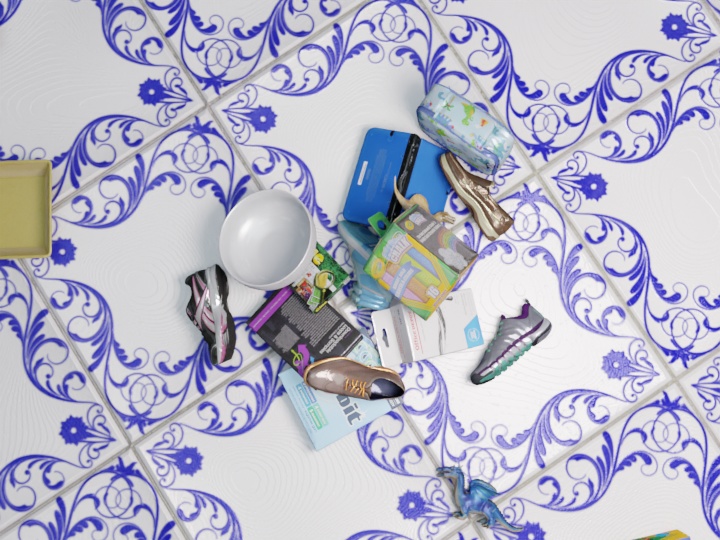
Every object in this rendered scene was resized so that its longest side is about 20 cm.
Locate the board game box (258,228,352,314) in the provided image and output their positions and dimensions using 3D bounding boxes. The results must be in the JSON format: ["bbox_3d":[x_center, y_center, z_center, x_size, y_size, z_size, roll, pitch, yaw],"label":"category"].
[{"bbox_3d":[-0.118,-0.017,1.702,0.105,0.023,0.200,-43,66,-5],"label":"board game box"}]

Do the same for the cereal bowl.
[{"bbox_3d":[-0.175,-0.052,1.673,0.198,0.083,0.203,-5,69,14],"label":"cereal bowl"}]

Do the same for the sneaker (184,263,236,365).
[{"bbox_3d":[-0.306,0.093,1.710,0.085,0.080,0.203,-11,76,12],"label":"sneaker"}]

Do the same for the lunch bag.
[{"bbox_3d":[0.207,-0.274,1.685,0.199,0.161,0.083,36,89,6],"label":"lunch bag"}]

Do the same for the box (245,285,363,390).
[{"bbox_3d":[-0.111,0.118,1.686,0.200,0.036,0.143,41,82,21],"label":"box"}]

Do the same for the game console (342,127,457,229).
[{"bbox_3d":[0.081,-0.170,1.738,0.169,0.118,0.202,14,83,28],"label":"game console"}]

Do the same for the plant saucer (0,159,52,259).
[{"bbox_3d":[-0.722,-0.121,1.743,0.197,0.048,0.203,-2,85,1],"label":"plant saucer"}]

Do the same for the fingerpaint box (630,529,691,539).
[{"bbox_3d":[0.568,0.621,1.632,0.165,0.073,0.203,-12,84,0],"label":"fingerpaint box"}]

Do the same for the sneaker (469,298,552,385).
[{"bbox_3d":[0.283,0.144,1.696,0.199,0.075,0.088,-36,68,-10],"label":"sneaker"}]

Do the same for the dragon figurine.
[{"bbox_3d":[0.238,0.444,1.663,0.198,0.059,0.101,17,85,4],"label":"dragon figurine"}]

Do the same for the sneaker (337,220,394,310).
[{"bbox_3d":[0.000,0.000,1.704,0.200,0.079,0.131,47,122,32],"label":"sneaker"}]

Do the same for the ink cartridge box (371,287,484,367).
[{"bbox_3d":[0.131,0.113,1.662,0.198,0.067,0.117,-11,85,-21],"label":"ink cartridge box"}]

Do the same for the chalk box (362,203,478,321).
[{"bbox_3d":[0.094,-0.030,1.578,0.199,0.124,0.124,39,122,9],"label":"chalk box"}]

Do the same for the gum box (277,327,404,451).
[{"bbox_3d":[-0.038,0.235,1.696,0.199,0.045,0.171,-29,84,-1],"label":"gum box"}]

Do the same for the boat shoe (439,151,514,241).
[{"bbox_3d":[0.238,-0.161,1.708,0.074,0.075,0.203,-33,99,17],"label":"boat shoe"}]

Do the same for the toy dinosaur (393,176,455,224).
[{"bbox_3d":[0.107,-0.107,1.675,0.058,0.199,0.102,-8,67,42],"label":"toy dinosaur"}]

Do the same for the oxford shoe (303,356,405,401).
[{"bbox_3d":[-0.009,0.209,1.614,0.197,0.073,0.072,5,98,-14],"label":"oxford shoe"}]
